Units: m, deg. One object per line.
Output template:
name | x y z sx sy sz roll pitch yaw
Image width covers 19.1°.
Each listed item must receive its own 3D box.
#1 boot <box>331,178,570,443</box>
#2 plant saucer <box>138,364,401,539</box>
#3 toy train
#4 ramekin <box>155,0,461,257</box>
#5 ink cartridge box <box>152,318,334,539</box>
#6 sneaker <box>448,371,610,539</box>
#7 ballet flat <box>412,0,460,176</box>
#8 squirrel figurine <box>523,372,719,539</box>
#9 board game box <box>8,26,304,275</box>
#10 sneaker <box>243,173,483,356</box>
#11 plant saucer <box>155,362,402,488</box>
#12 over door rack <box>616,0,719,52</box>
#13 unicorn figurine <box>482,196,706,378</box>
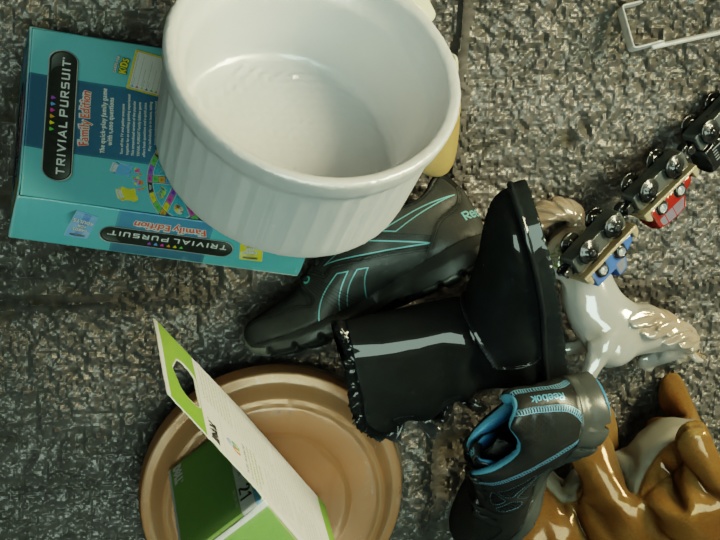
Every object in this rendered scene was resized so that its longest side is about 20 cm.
boot | 0.059 0.033 1.507 0.161 0.074 0.199 -12 135 1
plant saucer | -0.066 0.169 1.599 0.198 0.032 0.202 -4 111 -10
toy train | 0.216 -0.056 1.571 0.200 0.034 0.046 -43 122 -17
ramekin | -0.042 -0.105 1.419 0.198 0.202 0.098 8 141 -14
ink cartridge box | -0.102 0.148 1.490 0.076 0.148 0.200 -38 111 6
sneaker | 0.101 0.137 1.550 0.081 0.074 0.201 -1 142 -28
ballet flat | 0.032 -0.155 1.505 0.063 0.069 0.201 -10 119 40
squirrel figurine | 0.197 0.202 1.639 0.185 0.142 0.201 -24 110 5
board game box | -0.135 -0.081 1.463 0.198 0.152 0.047 8 142 -13
sneaker | 0.000 0.000 1.572 0.199 0.075 0.080 -25 84 5
plant saucer | -0.067 0.160 1.627 0.198 0.029 0.202 -4 111 -10
over door rack | 0.295 -0.175 1.511 0.198 0.148 0.067 -1 81 -11
unicorn figurine | 0.171 0.034 1.603 0.136 0.074 0.201 -27 115 4
